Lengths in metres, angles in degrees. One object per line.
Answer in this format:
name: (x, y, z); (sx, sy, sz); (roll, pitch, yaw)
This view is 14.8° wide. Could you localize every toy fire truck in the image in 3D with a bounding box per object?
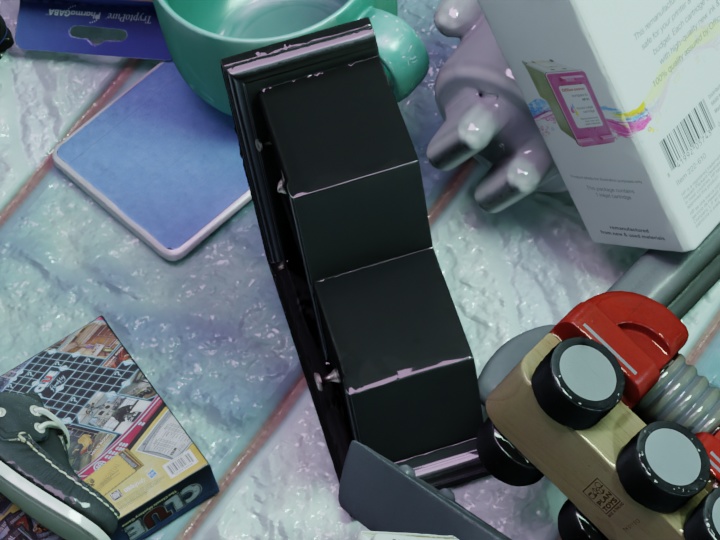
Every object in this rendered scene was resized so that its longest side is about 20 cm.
toy fire truck: (0.194, 0.071, 1.559); (0.176, 0.129, 0.200); (44, 49, 5)

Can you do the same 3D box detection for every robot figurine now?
robot figurine: (0.123, -0.129, 1.722); (0.170, 0.113, 0.200); (43, 65, -11)

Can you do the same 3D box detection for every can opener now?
can opener: (0.149, 0.018, 1.652); (0.067, 0.053, 0.200); (35, 66, 28)

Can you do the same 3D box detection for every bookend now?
bookend: (0.000, 0.000, 1.601); (0.092, 0.199, 0.200); (-16, 55, -4)

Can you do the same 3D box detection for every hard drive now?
hard drive: (0.083, 0.169, 1.514); (0.200, 0.135, 0.042); (32, 88, 27)

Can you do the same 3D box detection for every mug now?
mug: (-0.048, -0.157, 1.756); (0.152, 0.114, 0.185); (-17, 55, -2)

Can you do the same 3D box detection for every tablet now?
tablet: (-0.088, -0.100, 1.802); (0.200, 0.014, 0.130); (-41, 59, -17)

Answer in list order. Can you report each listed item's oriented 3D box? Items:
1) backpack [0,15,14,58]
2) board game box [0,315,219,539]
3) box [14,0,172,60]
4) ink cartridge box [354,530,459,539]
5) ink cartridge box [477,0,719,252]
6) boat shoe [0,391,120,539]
backpack: (-0.359, -0.153, 1.816); (0.182, 0.135, 0.200); (31, 68, 28)
board game box: (-0.203, 0.129, 1.648); (0.200, 0.035, 0.136); (-31, 56, -11)
box: (-0.166, -0.243, 1.835); (0.121, 0.032, 0.200); (5, 86, 14)
ink cartridge box: (0.013, 0.253, 1.427); (0.144, 0.084, 0.200); (49, 116, 33)
ink cartridge box: (0.168, -0.134, 1.629); (0.085, 0.200, 0.145); (8, 44, 47)
boat shoe: (-0.207, 0.093, 1.606); (0.200, 0.076, 0.060); (31, 71, 27)
